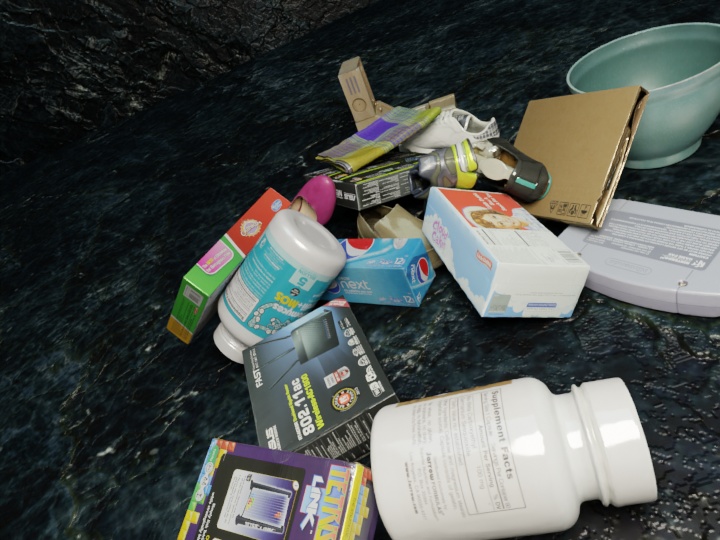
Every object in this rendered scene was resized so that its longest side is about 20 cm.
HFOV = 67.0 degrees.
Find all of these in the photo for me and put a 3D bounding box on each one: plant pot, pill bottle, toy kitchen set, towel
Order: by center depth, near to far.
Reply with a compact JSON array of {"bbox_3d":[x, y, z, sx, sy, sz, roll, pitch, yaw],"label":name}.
[{"bbox_3d":[0.116,0.149,0.435,0.197,0.115,0.115,-15,34,16],"label":"pill bottle"},{"bbox_3d":[-0.114,0.028,0.718,0.201,0.110,0.111,-52,28,18],"label":"pill bottle"},{"bbox_3d":[0.396,-0.226,0.742,0.198,0.135,0.201,-18,33,12],"label":"plant pot"},{"bbox_3d":[0.028,-0.227,0.923,0.199,0.023,0.143,-33,28,-11],"label":"towel"},{"bbox_3d":[0.077,-0.322,1.054,0.197,0.182,0.164,-14,36,17],"label":"toy kitchen set"}]

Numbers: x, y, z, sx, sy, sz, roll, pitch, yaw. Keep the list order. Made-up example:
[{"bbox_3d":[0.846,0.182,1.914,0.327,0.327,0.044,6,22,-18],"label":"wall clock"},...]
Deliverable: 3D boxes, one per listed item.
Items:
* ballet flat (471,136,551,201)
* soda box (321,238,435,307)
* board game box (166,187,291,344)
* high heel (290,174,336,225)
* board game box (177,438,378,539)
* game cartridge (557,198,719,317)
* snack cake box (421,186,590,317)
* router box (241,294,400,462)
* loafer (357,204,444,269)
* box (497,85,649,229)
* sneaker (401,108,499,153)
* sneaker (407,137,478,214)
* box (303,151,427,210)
[{"bbox_3d":[0.186,-0.150,0.754,0.067,0.069,0.200,10,17,-20],"label":"ballet flat"},{"bbox_3d":[0.000,0.000,0.764,0.198,0.068,0.064,1,42,36],"label":"soda box"},{"bbox_3d":[-0.187,-0.007,0.775,0.201,0.040,0.153,-57,5,-40],"label":"board game box"},{"bbox_3d":[-0.107,-0.073,0.872,0.096,0.067,0.200,-38,-9,-41],"label":"high heel"},{"bbox_3d":[-0.080,0.250,0.435,0.163,0.057,0.203,-2,59,31],"label":"board game box"},{"bbox_3d":[0.320,-0.019,0.602,0.133,0.041,0.199,-37,34,-22],"label":"game cartridge"},{"bbox_3d":[0.161,-0.028,0.647,0.113,0.068,0.201,1,30,-16],"label":"snack cake box"},{"bbox_3d":[-0.047,0.132,0.620,0.148,0.063,0.200,-29,33,-3],"label":"router box"},{"bbox_3d":[0.057,-0.053,0.798,0.199,0.068,0.076,17,52,47],"label":"loafer"},{"bbox_3d":[0.258,-0.146,0.700,0.200,0.021,0.166,30,103,68],"label":"box"},{"bbox_3d":[0.148,-0.247,0.949,0.198,0.081,0.077,17,57,25],"label":"sneaker"},{"bbox_3d":[0.105,-0.125,0.772,0.080,0.200,0.075,-7,75,-4],"label":"sneaker"},{"bbox_3d":[0.031,-0.157,0.914,0.198,0.048,0.192,-20,24,-26],"label":"box"}]
